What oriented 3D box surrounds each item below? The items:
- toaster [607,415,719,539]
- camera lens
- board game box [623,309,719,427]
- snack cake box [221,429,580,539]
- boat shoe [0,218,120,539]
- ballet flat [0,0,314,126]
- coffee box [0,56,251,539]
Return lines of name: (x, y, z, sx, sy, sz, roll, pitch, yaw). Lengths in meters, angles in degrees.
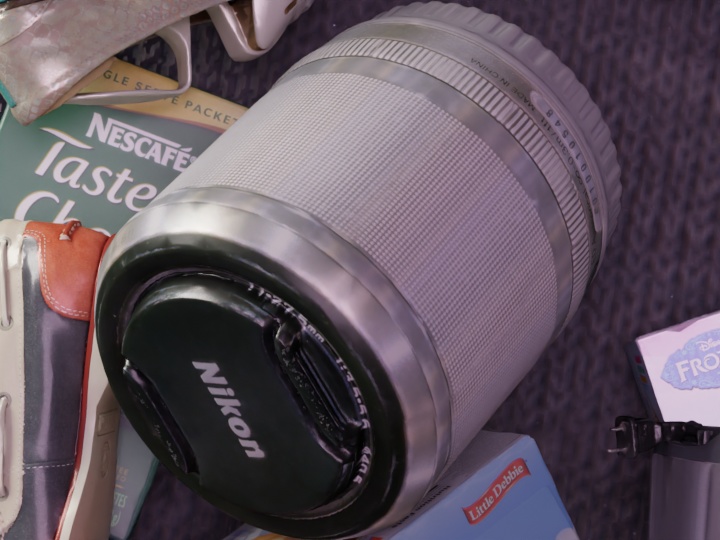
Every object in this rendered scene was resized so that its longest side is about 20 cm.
toaster: (0.194, 0.132, 1.187, 0.199, 0.114, 0.130, 6, 88, -18)
camera lens: (0.000, 0.000, 1.181, 0.160, 0.160, 0.200, 43, 48, 1)
board game box: (0.243, 0.094, 1.280, 0.199, 0.043, 0.200, -18, 87, -4)
snack cake box: (-0.017, 0.144, 1.188, 0.200, 0.115, 0.067, -35, 109, -27)
boat shoe: (-0.136, 0.078, 1.206, 0.062, 0.071, 0.201, 9, 89, 7)
ballet flat: (-0.074, -0.110, 1.252, 0.199, 0.067, 0.063, -20, 90, -25)
coffee box: (-0.122, 0.006, 1.268, 0.123, 0.044, 0.201, 22, 85, -1)
